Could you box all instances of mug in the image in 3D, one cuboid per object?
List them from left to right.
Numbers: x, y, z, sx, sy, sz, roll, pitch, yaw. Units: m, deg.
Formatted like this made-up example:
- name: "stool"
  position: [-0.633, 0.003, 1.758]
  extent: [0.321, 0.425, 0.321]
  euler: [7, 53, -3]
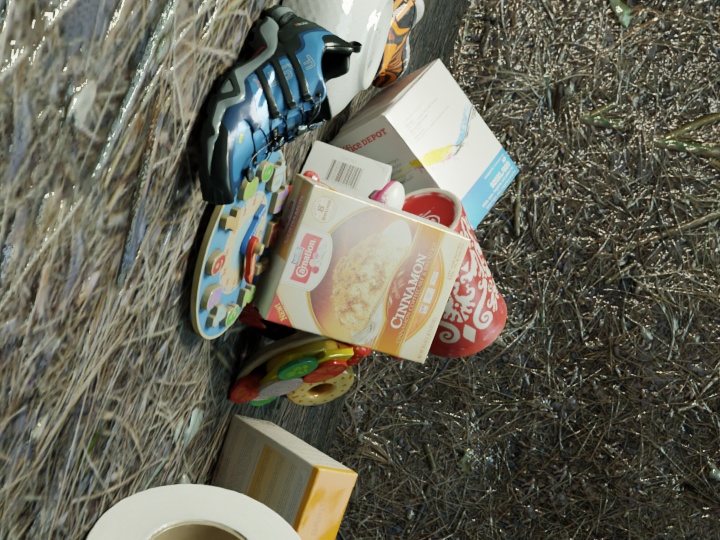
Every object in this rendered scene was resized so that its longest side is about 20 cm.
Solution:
- name: "mug"
  position: [0.099, 0.017, 1.150]
  extent: [0.178, 0.133, 0.201]
  euler: [-62, 144, -34]

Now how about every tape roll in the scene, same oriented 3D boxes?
- name: "tape roll"
  position: [-0.143, 0.276, 0.761]
  extent: [0.203, 0.201, 0.071]
  euler: [-60, 168, -64]

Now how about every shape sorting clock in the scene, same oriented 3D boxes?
- name: "shape sorting clock"
  position: [-0.114, -0.027, 0.872]
  extent: [0.200, 0.039, 0.201]
  euler: [18, 90, -84]

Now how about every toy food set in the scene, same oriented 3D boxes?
- name: "toy food set"
  position: [-0.073, 0.131, 1.169]
  extent: [0.200, 0.197, 0.049]
  euler: [-44, -122, 46]

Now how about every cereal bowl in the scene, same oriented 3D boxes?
- name: "cereal bowl"
  position: [-0.020, -0.241, 0.891]
  extent: [0.200, 0.083, 0.201]
  euler: [18, 90, -85]

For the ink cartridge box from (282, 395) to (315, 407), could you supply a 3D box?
- name: "ink cartridge box"
  position: [-0.091, 0.152, 1.497]
  extent: [0.200, 0.076, 0.137]
  euler: [89, 20, -78]

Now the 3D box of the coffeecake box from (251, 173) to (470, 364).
- name: "coffeecake box"
  position: [0.000, 0.000, 0.991]
  extent: [0.155, 0.199, 0.073]
  euler: [-70, -156, 8]

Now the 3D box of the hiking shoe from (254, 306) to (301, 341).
- name: "hiking shoe"
  position: [-0.086, 0.041, 1.170]
  extent: [0.200, 0.075, 0.101]
  euler: [89, 23, -71]

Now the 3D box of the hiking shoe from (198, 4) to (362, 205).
- name: "hiking shoe"
  position: [-0.068, -0.135, 0.728]
  extent: [0.075, 0.086, 0.201]
  euler: [97, 13, -64]

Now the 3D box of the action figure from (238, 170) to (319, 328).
- name: "action figure"
  position: [-0.069, -0.024, 1.057]
  extent: [0.065, 0.098, 0.201]
  euler: [101, 6, -72]

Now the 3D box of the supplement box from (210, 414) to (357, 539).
- name: "supplement box"
  position: [-0.107, 0.284, 1.162]
  extent: [0.073, 0.199, 0.127]
  euler: [19, 90, -42]

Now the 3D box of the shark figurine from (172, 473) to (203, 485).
- name: "shark figurine"
  position: [-0.186, 0.308, 1.026]
  extent: [0.215, 0.089, 0.129]
  euler: [80, 31, -75]

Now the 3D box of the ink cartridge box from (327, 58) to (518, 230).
- name: "ink cartridge box"
  position: [0.086, -0.157, 1.237]
  extent: [0.147, 0.200, 0.145]
  euler: [-17, -153, 54]

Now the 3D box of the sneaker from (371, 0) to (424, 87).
- name: "sneaker"
  position: [0.015, -0.289, 1.186]
  extent: [0.112, 0.077, 0.200]
  euler: [-53, 172, -22]

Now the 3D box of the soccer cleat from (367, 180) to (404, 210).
- name: "soccer cleat"
  position: [0.011, -0.010, 1.069]
  extent: [0.201, 0.086, 0.070]
  euler: [-56, 168, 16]

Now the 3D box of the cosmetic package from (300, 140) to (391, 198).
- name: "cosmetic package"
  position: [-0.026, -0.077, 1.206]
  extent: [0.200, 0.112, 0.082]
  euler: [94, 17, -63]
